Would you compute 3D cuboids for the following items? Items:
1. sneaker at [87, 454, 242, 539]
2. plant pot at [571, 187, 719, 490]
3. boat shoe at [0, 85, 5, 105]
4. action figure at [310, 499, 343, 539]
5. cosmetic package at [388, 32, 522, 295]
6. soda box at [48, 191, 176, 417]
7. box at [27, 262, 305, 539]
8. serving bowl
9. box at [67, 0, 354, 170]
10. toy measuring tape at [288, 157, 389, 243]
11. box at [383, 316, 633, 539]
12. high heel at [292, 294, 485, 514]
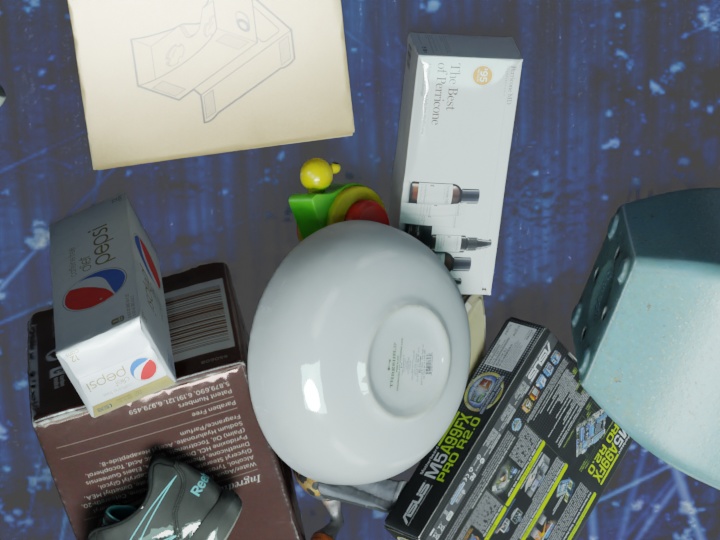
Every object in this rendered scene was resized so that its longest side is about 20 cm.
[{"bbox_3d":[-0.173,0.218,1.629,0.079,0.075,0.200,39,101,-9],"label":"sneaker"},{"bbox_3d":[0.275,0.046,1.731,0.200,0.196,0.196,17,114,-7],"label":"plant pot"},{"bbox_3d":[-0.353,-0.148,1.586,0.202,0.074,0.065,26,106,-28],"label":"boat shoe"},{"bbox_3d":[-0.029,0.272,1.777,0.200,0.194,0.105,-18,133,10],"label":"action figure"},{"bbox_3d":[0.070,-0.079,1.703,0.083,0.051,0.200,0,117,-10],"label":"cosmetic package"},{"bbox_3d":[-0.183,0.023,1.629,0.068,0.200,0.064,-24,119,3],"label":"soda box"},{"bbox_3d":[-0.148,0.132,1.712,0.164,0.166,0.200,-16,118,-1],"label":"box"},{"bbox_3d":[0.014,0.064,1.643,0.200,0.066,0.200,-6,99,-42],"label":"serving bowl"},{"bbox_3d":[-0.111,-0.163,1.645,0.200,0.021,0.164,-8,119,-4],"label":"box"},{"bbox_3d":[0.000,0.000,1.717,0.074,0.074,0.200,-20,111,1],"label":"toy measuring tape"},{"bbox_3d":[0.123,0.163,1.769,0.160,0.044,0.200,45,71,-40],"label":"box"},{"bbox_3d":[0.019,0.095,1.792,0.071,0.143,0.200,35,73,-41],"label":"high heel"}]
